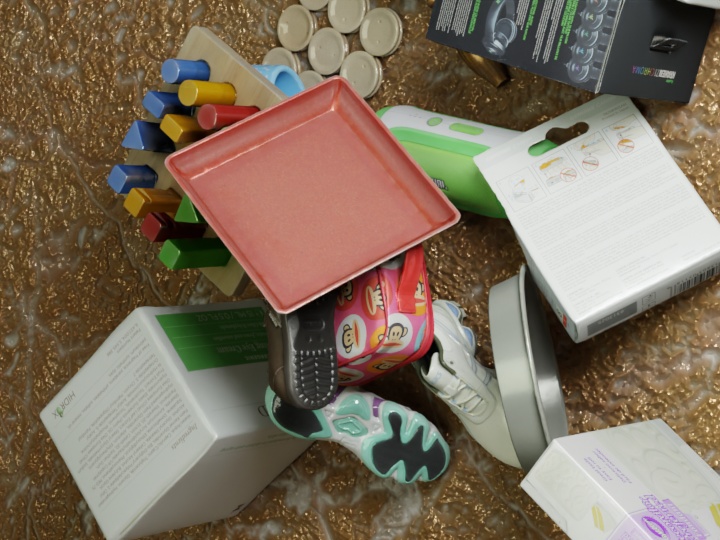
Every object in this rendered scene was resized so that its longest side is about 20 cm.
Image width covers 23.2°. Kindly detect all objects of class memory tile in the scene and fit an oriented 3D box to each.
[{"bbox_3d":[-0.041,-0.208,1.841,0.153,0.017,0.200,38,114,30],"label":"memory tile"}]

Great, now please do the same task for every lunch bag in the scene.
[{"bbox_3d":[0.000,0.000,1.676,0.176,0.082,0.200,-28,62,48],"label":"lunch bag"}]

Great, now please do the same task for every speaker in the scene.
[{"bbox_3d":[0.099,-0.104,1.694,0.200,0.088,0.089,17,101,36],"label":"speaker"}]

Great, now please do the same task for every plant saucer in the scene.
[{"bbox_3d":[-0.045,-0.065,1.599,0.200,0.200,0.037,51,157,24],"label":"plant saucer"}]

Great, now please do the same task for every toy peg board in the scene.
[{"bbox_3d":[-0.167,-0.110,1.730,0.199,0.098,0.200,42,115,28],"label":"toy peg board"}]

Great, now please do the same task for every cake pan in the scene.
[{"bbox_3d":[0.153,0.095,1.589,0.037,0.200,0.200,-11,84,12],"label":"cake pan"}]

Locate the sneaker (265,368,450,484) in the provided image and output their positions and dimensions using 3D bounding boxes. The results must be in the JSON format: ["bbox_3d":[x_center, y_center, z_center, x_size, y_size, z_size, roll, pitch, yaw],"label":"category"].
[{"bbox_3d":[-0.004,0.137,1.781,0.078,0.200,0.140,-59,14,12],"label":"sneaker"}]

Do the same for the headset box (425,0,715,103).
[{"bbox_3d":[0.194,-0.217,1.561,0.200,0.174,0.093,24,105,35],"label":"headset box"}]

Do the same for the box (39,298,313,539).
[{"bbox_3d":[-0.182,0.155,1.844,0.200,0.199,0.171,-44,67,30],"label":"box"}]

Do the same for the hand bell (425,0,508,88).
[{"bbox_3d":[0.080,-0.261,1.718,0.104,0.104,0.200,-44,78,30],"label":"hand bell"}]

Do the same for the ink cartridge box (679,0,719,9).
[{"bbox_3d":[0.283,-0.335,1.508,0.145,0.145,0.200,27,108,34],"label":"ink cartridge box"}]

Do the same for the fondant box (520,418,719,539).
[{"bbox_3d":[0.249,0.204,1.516,0.144,0.200,0.058,46,117,26],"label":"fondant box"}]

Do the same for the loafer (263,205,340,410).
[{"bbox_3d":[-0.065,0.031,1.633,0.071,0.073,0.200,-10,73,50],"label":"loafer"}]

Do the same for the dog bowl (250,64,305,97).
[{"bbox_3d":[-0.084,-0.118,1.803,0.050,0.111,0.200,-9,85,24],"label":"dog bowl"}]

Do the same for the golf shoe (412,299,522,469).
[{"bbox_3d":[0.098,0.116,1.695,0.200,0.097,0.078,50,117,24],"label":"golf shoe"}]

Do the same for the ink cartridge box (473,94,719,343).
[{"bbox_3d":[0.216,-0.051,1.583,0.162,0.050,0.200,-26,58,-5],"label":"ink cartridge box"}]
